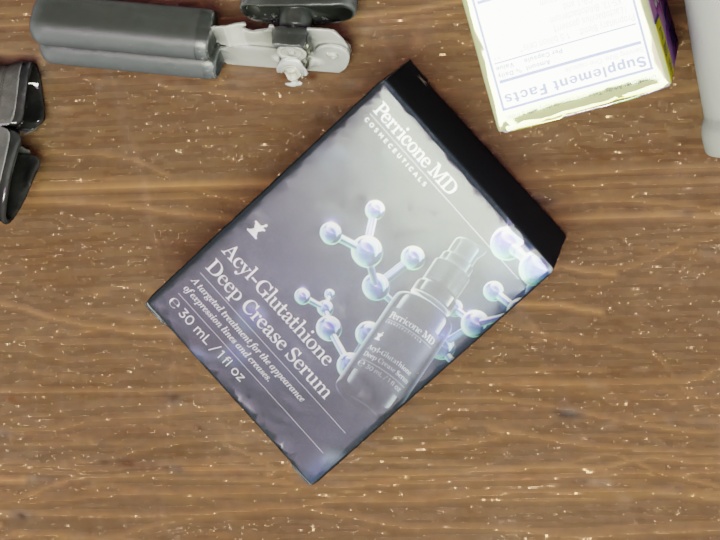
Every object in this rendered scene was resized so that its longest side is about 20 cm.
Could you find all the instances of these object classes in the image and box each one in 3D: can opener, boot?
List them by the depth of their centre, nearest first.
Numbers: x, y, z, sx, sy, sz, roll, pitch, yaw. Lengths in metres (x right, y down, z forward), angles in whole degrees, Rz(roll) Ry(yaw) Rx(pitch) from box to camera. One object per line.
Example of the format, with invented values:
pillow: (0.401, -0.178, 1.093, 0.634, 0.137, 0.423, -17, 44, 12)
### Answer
can opener: (-0.099, -0.147, 1.309, 0.198, 0.053, 0.067, 2, 68, 7)
boot: (-0.272, -0.045, 1.312, 0.131, 0.070, 0.201, 13, 81, 7)

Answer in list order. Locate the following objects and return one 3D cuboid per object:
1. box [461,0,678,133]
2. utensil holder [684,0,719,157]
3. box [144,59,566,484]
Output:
box: (0.104, -0.195, 1.193, 0.096, 0.176, 0.201, -14, 99, 12)
utensil holder: (0.254, -0.177, 1.180, 0.169, 0.170, 0.202, -10, 97, 11)
box: (0.000, 0.000, 1.288, 0.200, 0.107, 0.149, -43, 92, 14)
